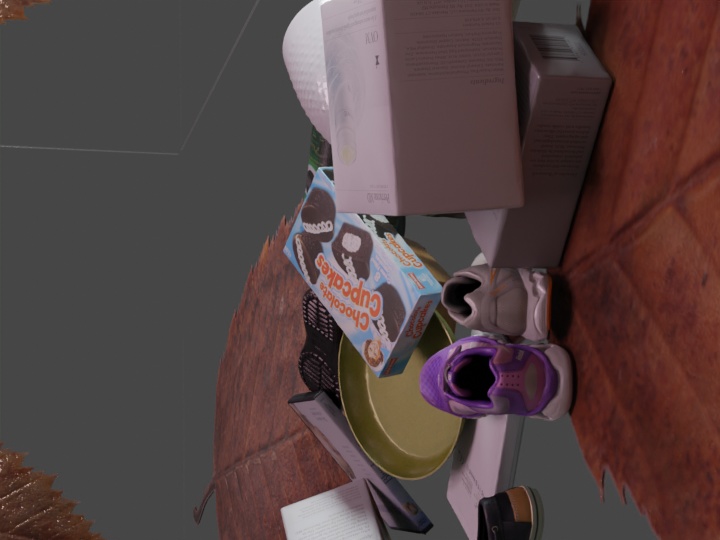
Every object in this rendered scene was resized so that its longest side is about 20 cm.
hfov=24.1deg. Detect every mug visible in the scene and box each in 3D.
[{"bbox_3d":[-0.003,-0.198,1.980,0.200,0.147,0.175,99,158,-43],"label":"mug"}]

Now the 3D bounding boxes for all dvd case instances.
[{"bbox_3d":[-0.003,0.220,1.934,0.200,0.018,0.143,51,164,-4],"label":"dvd case"}]

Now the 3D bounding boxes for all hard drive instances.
[{"bbox_3d":[0.126,0.167,1.673,0.132,0.026,0.200,-120,35,-64],"label":"hard drive"}]

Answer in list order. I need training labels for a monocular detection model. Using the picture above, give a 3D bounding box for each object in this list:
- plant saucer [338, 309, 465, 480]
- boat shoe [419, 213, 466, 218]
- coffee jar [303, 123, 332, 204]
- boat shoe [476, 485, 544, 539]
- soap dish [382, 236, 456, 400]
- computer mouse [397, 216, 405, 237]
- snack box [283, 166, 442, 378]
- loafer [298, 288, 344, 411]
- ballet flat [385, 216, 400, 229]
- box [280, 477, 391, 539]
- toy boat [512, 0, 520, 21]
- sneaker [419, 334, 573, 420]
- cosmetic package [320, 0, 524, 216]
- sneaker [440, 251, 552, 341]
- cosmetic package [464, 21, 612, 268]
[{"bbox_3d":[0.049,0.115,1.743,0.200,0.031,0.200,12,105,50],"label":"plant saucer"},{"bbox_3d":[0.087,-0.089,1.778,0.202,0.060,0.072,170,101,-75],"label":"boat shoe"},{"bbox_3d":[-0.023,-0.127,2.153,0.104,0.085,0.200,-130,44,-65],"label":"coffee jar"},{"bbox_3d":[0.123,0.286,1.601,0.075,0.062,0.200,-110,25,-51],"label":"boat shoe"},{"bbox_3d":[0.047,0.052,1.878,0.200,0.081,0.158,-128,42,-68],"label":"soap dish"},{"bbox_3d":[0.014,-0.037,1.995,0.053,0.138,0.200,41,147,22],"label":"computer mouse"},{"bbox_3d":[0.000,0.000,1.733,0.200,0.037,0.116,52,132,33],"label":"snack box"},{"bbox_3d":[-0.019,0.083,1.868,0.073,0.071,0.200,41,149,26],"label":"loafer"},{"bbox_3d":[0.015,-0.074,1.814,0.200,0.064,0.067,138,115,-73],"label":"ballet flat"},{"bbox_3d":[-0.003,0.362,1.879,0.200,0.106,0.152,-109,-1,-52],"label":"box"},{"bbox_3d":[0.079,-0.263,1.689,0.131,0.131,0.200,-105,23,-49],"label":"toy boat"},{"bbox_3d":[0.105,0.098,1.553,0.200,0.088,0.081,-5,84,59],"label":"sneaker"},{"bbox_3d":[0.050,-0.151,1.494,0.199,0.123,0.200,-171,75,-74],"label":"cosmetic package"},{"bbox_3d":[0.116,0.014,1.584,0.200,0.092,0.076,-130,43,-77],"label":"sneaker"},{"bbox_3d":[0.154,-0.110,1.505,0.101,0.071,0.200,-109,25,-51],"label":"cosmetic package"}]
